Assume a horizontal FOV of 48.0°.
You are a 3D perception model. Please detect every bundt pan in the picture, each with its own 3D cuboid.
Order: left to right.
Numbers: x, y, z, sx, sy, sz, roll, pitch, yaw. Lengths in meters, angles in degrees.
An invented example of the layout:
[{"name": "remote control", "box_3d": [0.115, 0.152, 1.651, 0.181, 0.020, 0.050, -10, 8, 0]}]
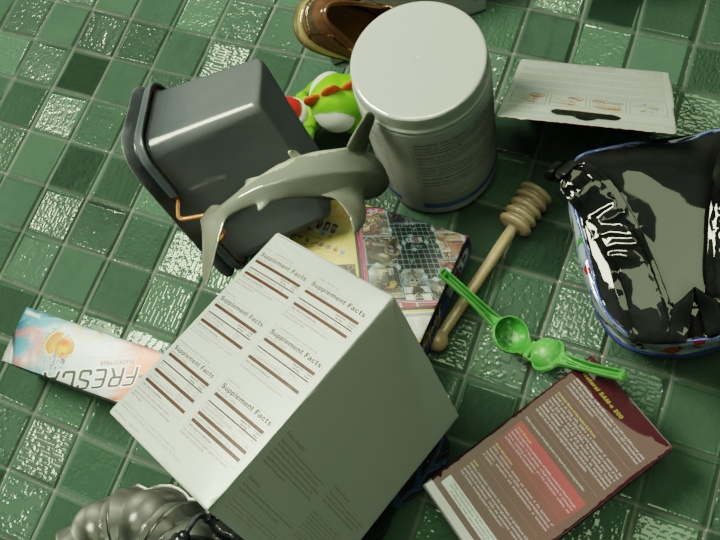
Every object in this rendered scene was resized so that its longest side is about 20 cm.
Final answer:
[{"name": "bundt pan", "box_3d": [-0.220, 0.302, 0.766, 0.200, 0.076, 0.204, -4, 70, 11]}]

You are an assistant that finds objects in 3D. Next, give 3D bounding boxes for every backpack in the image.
[{"name": "backpack", "box_3d": [0.285, -0.017, 0.743, 0.198, 0.154, 0.192, -10, 66, 19]}]

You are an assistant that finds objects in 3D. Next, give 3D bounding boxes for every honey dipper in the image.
[{"name": "honey dipper", "box_3d": [0.130, -0.001, 0.832, 0.038, 0.038, 0.201, 30, 81, 20]}]

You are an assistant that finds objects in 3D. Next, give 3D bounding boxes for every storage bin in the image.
[{"name": "storage bin", "box_3d": [-0.120, -0.102, 0.804, 0.133, 0.200, 0.146, -20, 44, 17]}]

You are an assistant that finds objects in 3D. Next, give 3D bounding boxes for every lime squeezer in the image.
[{"name": "lime squeezer", "box_3d": [0.162, 0.061, 0.760, 0.199, 0.071, 0.038, 32, 55, 32]}]

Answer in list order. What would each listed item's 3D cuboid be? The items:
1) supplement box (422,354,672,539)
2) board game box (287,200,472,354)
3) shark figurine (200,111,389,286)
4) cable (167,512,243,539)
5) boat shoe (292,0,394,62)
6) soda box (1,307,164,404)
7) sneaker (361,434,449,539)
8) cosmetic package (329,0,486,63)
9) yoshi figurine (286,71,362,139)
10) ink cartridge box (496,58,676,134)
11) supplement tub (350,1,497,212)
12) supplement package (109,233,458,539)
[{"name": "supplement box", "box_3d": [0.169, 0.183, 0.740, 0.199, 0.061, 0.109, -36, 67, -3]}, {"name": "board game box", "box_3d": [0.000, 0.000, 0.844, 0.199, 0.035, 0.136, 20, 75, 25]}, {"name": "shark figurine", "box_3d": [-0.042, -0.061, 0.718, 0.213, 0.128, 0.090, -19, 70, -27]}, {"name": "cable", "box_3d": [-0.125, 0.324, 0.702, 0.200, 0.051, 0.163, 49, 66, -15]}, {"name": "boat shoe", "box_3d": [0.027, -0.249, 0.876, 0.199, 0.067, 0.073, 8, 94, -29]}, {"name": "soda box", "box_3d": [-0.269, 0.102, 0.852, 0.198, 0.068, 0.064, 15, 73, 15]}, {"name": "sneaker", "box_3d": [-0.005, 0.211, 0.769, 0.200, 0.076, 0.077, -42, 44, -5]}, {"name": "cosmetic package", "box_3d": [0.041, -0.324, 0.934, 0.198, 0.102, 0.075, -18, 68, 6]}, {"name": "yoshi figurine", "box_3d": [-0.054, -0.166, 0.913, 0.199, 0.113, 0.112, -18, 26, 19]}, {"name": "ink cartridge box", "box_3d": [0.226, -0.158, 0.802, 0.161, 0.051, 0.200, 9, 33, 14]}, {"name": "supplement tub", "box_3d": [0.070, -0.154, 0.809, 0.131, 0.200, 0.133, -4, 69, 9]}, {"name": "supplement package", "box_3d": [-0.054, 0.119, 0.676, 0.147, 0.192, 0.200, 28, 69, 39]}]
